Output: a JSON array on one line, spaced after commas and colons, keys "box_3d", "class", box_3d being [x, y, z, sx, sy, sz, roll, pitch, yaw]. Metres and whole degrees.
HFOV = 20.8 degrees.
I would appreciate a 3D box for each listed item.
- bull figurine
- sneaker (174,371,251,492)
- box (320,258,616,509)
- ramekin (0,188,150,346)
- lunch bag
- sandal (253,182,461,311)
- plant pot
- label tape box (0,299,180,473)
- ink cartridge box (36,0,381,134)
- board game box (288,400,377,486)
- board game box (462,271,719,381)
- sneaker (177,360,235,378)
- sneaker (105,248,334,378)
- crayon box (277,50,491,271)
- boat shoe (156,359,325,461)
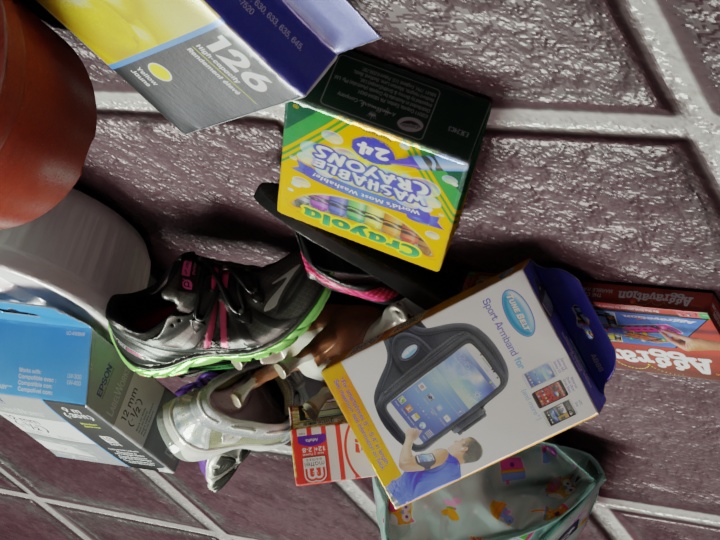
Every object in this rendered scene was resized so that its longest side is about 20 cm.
[{"box_3d": [-0.026, 0.061, 1.559, 0.199, 0.121, 0.066, -6, 114, 58], "class": "bull figurine"}, {"box_3d": [-0.136, 0.140, 1.786, 0.083, 0.081, 0.200, 35, -175, -7], "class": "sneaker"}, {"box_3d": [0.083, 0.079, 1.420, 0.199, 0.041, 0.120, -28, 94, 22], "class": "box"}, {"box_3d": [-0.266, -0.004, 1.636, 0.200, 0.095, 0.203, 18, 159, 7], "class": "ramekin"}, {"box_3d": [0.114, 0.216, 1.719, 0.198, 0.123, 0.171, -9, 157, -2], "class": "lunch bag"}, {"box_3d": [0.000, 0.000, 1.443, 0.199, 0.045, 0.075, 32, -163, -26], "class": "sandal"}, {"box_3d": [-0.277, -0.114, 1.278, 0.199, 0.203, 0.195, 14, 176, 18], "class": "plant pot"}, {"box_3d": [-0.252, 0.096, 1.642, 0.142, 0.067, 0.200, 5, 155, 35], "class": "label tape box"}, {"box_3d": [-0.116, -0.173, 1.189, 0.198, 0.047, 0.199, 44, 153, -23], "class": "ink cartridge box"}, {"box_3d": [0.018, 0.130, 1.574, 0.150, 0.047, 0.200, -6, -179, -2], "class": "board game box"}, {"box_3d": [0.182, 0.042, 1.444, 0.198, 0.020, 0.103, 5, 152, 34], "class": "board game box"}, {"box_3d": [-0.178, 0.066, 1.736, 0.199, 0.079, 0.085, 0, 149, 40], "class": "sneaker"}, {"box_3d": [-0.111, 0.026, 1.526, 0.198, 0.077, 0.084, -20, 133, 16], "class": "sneaker"}, {"box_3d": [0.011, -0.067, 1.321, 0.125, 0.052, 0.200, 20, 157, 5], "class": "crayon box"}, {"box_3d": [-0.088, 0.112, 1.675, 0.065, 0.075, 0.201, -34, 165, 35], "class": "boat shoe"}]
